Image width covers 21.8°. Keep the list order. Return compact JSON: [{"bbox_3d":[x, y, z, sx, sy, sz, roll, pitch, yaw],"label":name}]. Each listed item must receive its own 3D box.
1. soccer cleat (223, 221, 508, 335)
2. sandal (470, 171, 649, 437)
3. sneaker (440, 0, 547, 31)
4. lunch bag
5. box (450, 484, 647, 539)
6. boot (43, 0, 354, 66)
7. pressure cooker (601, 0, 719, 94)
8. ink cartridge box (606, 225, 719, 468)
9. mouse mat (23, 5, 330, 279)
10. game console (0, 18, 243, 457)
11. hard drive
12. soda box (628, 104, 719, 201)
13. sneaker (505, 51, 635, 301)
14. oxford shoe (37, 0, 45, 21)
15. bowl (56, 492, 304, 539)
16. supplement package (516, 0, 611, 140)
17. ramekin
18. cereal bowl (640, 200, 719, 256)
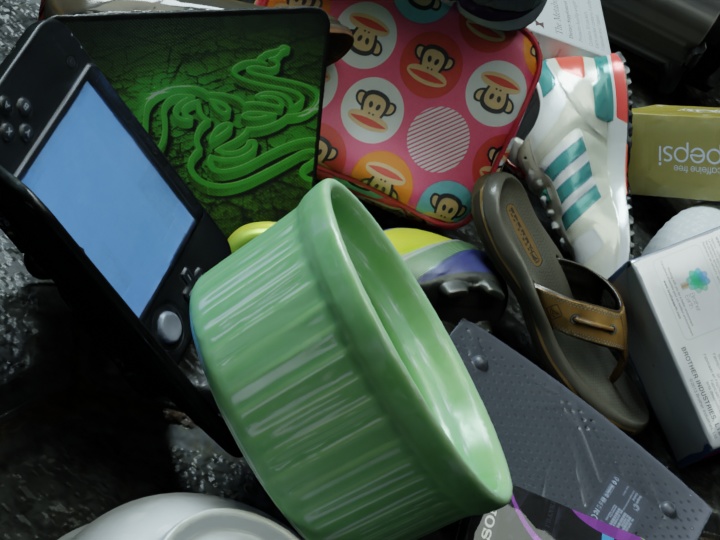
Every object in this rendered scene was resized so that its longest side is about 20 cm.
[{"bbox_3d":[0.000,0.001,1.201,0.199,0.065,0.084,9,26,-24],"label":"soccer cleat"},{"bbox_3d":[0.141,0.019,1.219,0.201,0.054,0.082,63,27,-3],"label":"sandal"},{"bbox_3d":[0.036,-0.222,1.187,0.199,0.088,0.075,17,68,-8],"label":"sneaker"},{"bbox_3d":[0.017,-0.137,1.254,0.199,0.177,0.082,25,1,-6],"label":"lunch bag"},{"bbox_3d":[0.134,0.214,1.043,0.199,0.036,0.144,22,58,-6],"label":"box"},{"bbox_3d":[-0.104,-0.171,1.173,0.199,0.075,0.097,-4,62,-26],"label":"boot"},{"bbox_3d":[0.264,-0.253,1.537,0.199,0.176,0.179,24,43,-4],"label":"pressure cooker"},{"bbox_3d":[0.281,0.030,1.244,0.199,0.076,0.137,-21,81,-13],"label":"ink cartridge box"},{"bbox_3d":[-0.108,-0.078,1.127,0.199,0.162,0.008,-8,24,-33],"label":"mouse mat"},{"bbox_3d":[-0.121,-0.021,1.016,0.200,0.116,0.176,55,44,-32],"label":"game console"},{"bbox_3d":[0.111,0.129,1.146,0.200,0.042,0.135,38,39,4],"label":"hard drive"},{"bbox_3d":[0.282,-0.085,1.370,0.199,0.064,0.068,7,13,42],"label":"soda box"},{"bbox_3d":[0.144,-0.057,1.317,0.093,0.070,0.201,1,79,4],"label":"sneaker"},{"bbox_3d":[-0.159,-0.117,1.209,0.074,0.070,0.201,3,58,-36],"label":"oxford shoe"},{"bbox_3d":[-0.074,0.183,0.932,0.200,0.091,0.202,18,42,-16],"label":"bowl"},{"bbox_3d":[0.069,-0.181,1.385,0.199,0.110,0.114,16,41,-19],"label":"supplement package"},{"bbox_3d":[-0.008,0.060,1.010,0.201,0.097,0.200,58,9,-15],"label":"ramekin"},{"bbox_3d":[0.303,0.020,1.355,0.199,0.083,0.201,18,42,-17],"label":"cereal bowl"}]
